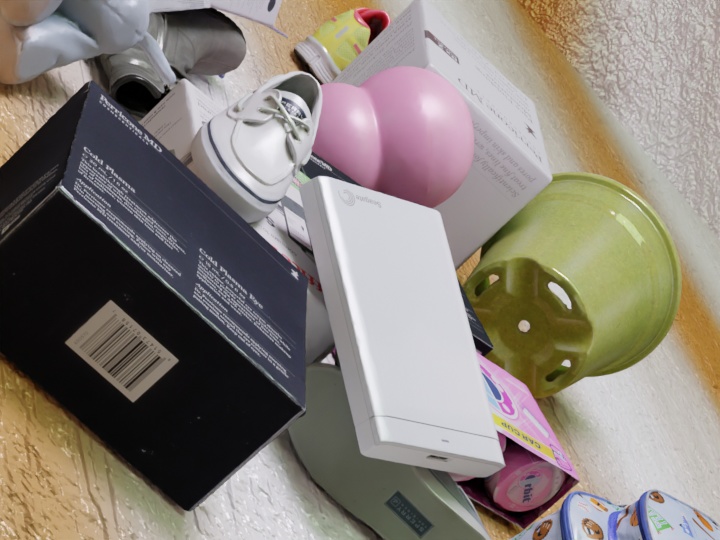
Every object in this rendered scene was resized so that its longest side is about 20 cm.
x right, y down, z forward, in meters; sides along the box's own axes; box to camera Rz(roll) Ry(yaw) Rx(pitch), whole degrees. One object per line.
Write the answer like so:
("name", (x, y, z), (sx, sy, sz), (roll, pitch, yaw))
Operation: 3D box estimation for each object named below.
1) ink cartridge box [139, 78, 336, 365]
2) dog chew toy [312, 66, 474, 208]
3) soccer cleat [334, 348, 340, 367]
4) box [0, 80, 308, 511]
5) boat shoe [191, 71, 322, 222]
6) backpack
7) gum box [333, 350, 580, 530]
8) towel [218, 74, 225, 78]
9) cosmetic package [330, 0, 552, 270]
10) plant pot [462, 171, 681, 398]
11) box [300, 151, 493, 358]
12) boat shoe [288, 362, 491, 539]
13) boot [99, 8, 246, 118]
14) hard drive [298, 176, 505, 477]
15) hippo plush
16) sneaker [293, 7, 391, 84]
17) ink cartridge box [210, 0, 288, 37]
("ink cartridge box", (-0.093, -0.024, 1.531), (0.145, 0.084, 0.200), (38, 19, -28))
("dog chew toy", (-0.008, -0.105, 1.808), (0.199, 0.125, 0.125), (-6, 41, -16))
("soccer cleat", (0.008, 0.047, 1.553), (0.081, 0.067, 0.201), (63, 22, -69))
("box", (-0.135, 0.012, 1.305), (0.200, 0.104, 0.182), (43, 18, -17))
("boat shoe", (-0.067, -0.099, 1.497), (0.074, 0.067, 0.200), (42, 18, -14))
("backpack", (0.192, 0.249, 1.546), (0.190, 0.154, 0.200), (21, 32, -37))
("gum box", (0.072, 0.110, 1.677), (0.200, 0.066, 0.114), (33, 20, -41))
("towel", (-0.204, -0.242, 1.859), (0.145, 0.024, 0.200), (51, 14, 31))
("cosmetic package", (0.059, -0.119, 1.997), (0.165, 0.165, 0.200), (41, 18, -19))
("plant pot", (0.174, 0.028, 1.962), (0.201, 0.200, 0.184), (49, 28, 3))
("box", (0.000, 0.000, 1.729), (0.200, 0.079, 0.141), (33, 24, -40))
("boat shoe", (0.019, 0.143, 1.487), (0.201, 0.070, 0.072), (49, 4, -9))
("boot", (-0.152, -0.159, 1.752), (0.200, 0.068, 0.131), (13, 42, -51))
("hard drive", (0.029, 0.039, 1.479), (0.132, 0.027, 0.201), (15, 52, -46))
("hippo plush", (-0.223, -0.239, 1.556), (0.200, 0.160, 0.161), (-10, 45, -49))
("sneaker", (0.004, -0.234, 2.259), (0.078, 0.090, 0.200), (48, 15, 7))
("ink cartridge box", (-0.166, -0.273, 1.833), (0.198, 0.044, 0.200), (31, 7, 18))
